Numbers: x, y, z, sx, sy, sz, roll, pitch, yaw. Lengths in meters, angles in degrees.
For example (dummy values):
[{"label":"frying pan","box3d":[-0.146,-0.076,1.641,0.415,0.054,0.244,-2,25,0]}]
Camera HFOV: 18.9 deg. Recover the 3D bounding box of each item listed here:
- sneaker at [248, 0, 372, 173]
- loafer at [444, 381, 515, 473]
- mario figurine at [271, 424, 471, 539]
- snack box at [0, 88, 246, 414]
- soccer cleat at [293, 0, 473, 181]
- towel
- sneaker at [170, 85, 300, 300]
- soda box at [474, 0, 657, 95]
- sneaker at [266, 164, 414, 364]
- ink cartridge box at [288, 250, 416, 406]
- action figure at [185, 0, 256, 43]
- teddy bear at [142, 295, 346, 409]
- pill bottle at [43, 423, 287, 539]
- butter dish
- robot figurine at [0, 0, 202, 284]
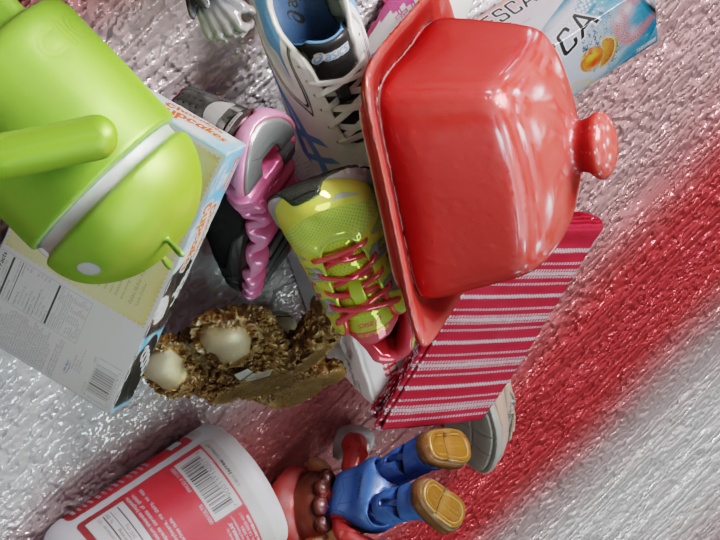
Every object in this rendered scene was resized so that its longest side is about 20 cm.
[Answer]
[{"label":"sneaker","box3d":[-0.020,-0.128,1.425,0.072,0.073,0.201,-25,114,-3]},{"label":"loafer","box3d":[0.105,0.089,1.816,0.063,0.072,0.200,-38,140,-25]},{"label":"mario figurine","box3d":[0.013,0.184,1.726,0.123,0.200,0.106,-44,108,-43]},{"label":"snack box","box3d":[-0.166,-0.021,1.396,0.201,0.116,0.037,-64,169,21]},{"label":"soccer cleat","box3d":[0.025,-0.127,1.515,0.200,0.086,0.070,-48,144,0]},{"label":"towel","box3d":[0.097,0.037,1.653,0.144,0.022,0.200,0,127,-50]},{"label":"sneaker","box3d":[-0.092,-0.057,1.470,0.079,0.095,0.200,-57,162,-28]},{"label":"soda box","box3d":[0.123,-0.159,1.599,0.200,0.068,0.064,-34,142,-16]},{"label":"sneaker","box3d":[0.000,0.000,1.445,0.078,0.091,0.200,-20,152,12]},{"label":"ink cartridge box","box3d":[0.052,-0.014,1.649,0.200,0.084,0.145,-37,143,-15]},{"label":"action figure","box3d":[-0.066,-0.203,1.270,0.119,0.102,0.200,-37,-179,3]},{"label":"teddy bear","box3d":[-0.087,0.054,1.565,0.145,0.067,0.200,-36,158,34]},{"label":"pill bottle","box3d":[-0.163,0.211,1.616,0.200,0.112,0.113,-33,141,-18]},{"label":"butter dish","box3d":[0.096,-0.078,1.422,0.200,0.147,0.200,-54,135,-59]},{"label":"robot figurine","box3d":[-0.175,-0.077,1.272,0.116,0.200,0.175,-44,-178,-8]}]
